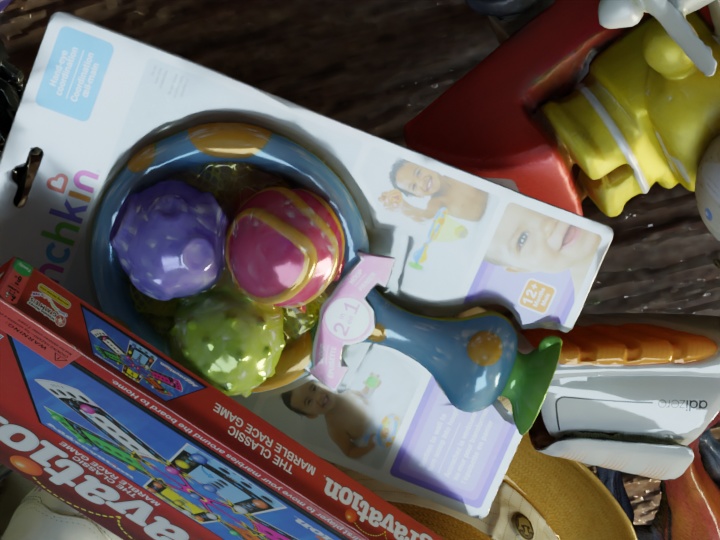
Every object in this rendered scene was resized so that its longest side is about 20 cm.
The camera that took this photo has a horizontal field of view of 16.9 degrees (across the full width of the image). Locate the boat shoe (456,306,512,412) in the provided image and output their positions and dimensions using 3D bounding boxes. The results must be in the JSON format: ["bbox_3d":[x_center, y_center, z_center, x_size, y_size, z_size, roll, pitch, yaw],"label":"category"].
[{"bbox_3d":[0.000,0.000,0.942,0.200,0.071,0.065,40,86,-39],"label":"boat shoe"}]

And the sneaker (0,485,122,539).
[{"bbox_3d":[-0.100,0.137,0.967,0.074,0.100,0.200,17,159,10],"label":"sneaker"}]

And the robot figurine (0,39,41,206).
[{"bbox_3d":[-0.187,-0.080,0.825,0.144,0.058,0.201,-8,137,2],"label":"robot figurine"}]

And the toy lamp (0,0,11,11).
[{"bbox_3d":[-0.163,-0.031,0.799,0.058,0.058,0.200,13,131,-21],"label":"toy lamp"}]

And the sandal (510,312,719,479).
[{"bbox_3d":[0.124,0.048,0.892,0.205,0.079,0.060,-2,98,7],"label":"sandal"}]

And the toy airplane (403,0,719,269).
[{"bbox_3d":[0.139,-0.066,0.820,0.199,0.142,0.199,14,135,-24],"label":"toy airplane"}]

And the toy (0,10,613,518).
[{"bbox_3d":[-0.027,0.007,0.798,0.199,0.047,0.116,20,109,-9],"label":"toy"}]

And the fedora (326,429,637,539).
[{"bbox_3d":[0.018,0.144,0.955,0.199,0.082,0.202,1,128,2],"label":"fedora"}]

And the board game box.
[{"bbox_3d":[-0.061,0.071,0.828,0.200,0.020,0.103,35,148,-19],"label":"board game box"}]

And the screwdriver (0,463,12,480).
[{"bbox_3d":[-0.124,0.063,0.931,0.200,0.029,0.028,-35,133,-26],"label":"screwdriver"}]

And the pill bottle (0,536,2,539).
[{"bbox_3d":[-0.248,0.122,0.978,0.199,0.112,0.112,25,132,-5],"label":"pill bottle"}]

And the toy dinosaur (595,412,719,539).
[{"bbox_3d":[0.135,0.144,1.041,0.104,0.200,0.182,-23,93,-1],"label":"toy dinosaur"}]

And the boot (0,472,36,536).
[{"bbox_3d":[-0.061,0.105,1.034,0.199,0.073,0.156,9,135,-15],"label":"boot"}]
